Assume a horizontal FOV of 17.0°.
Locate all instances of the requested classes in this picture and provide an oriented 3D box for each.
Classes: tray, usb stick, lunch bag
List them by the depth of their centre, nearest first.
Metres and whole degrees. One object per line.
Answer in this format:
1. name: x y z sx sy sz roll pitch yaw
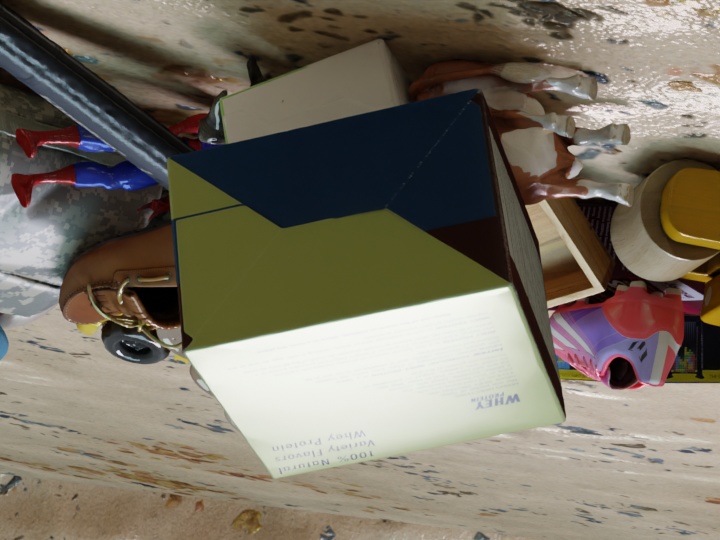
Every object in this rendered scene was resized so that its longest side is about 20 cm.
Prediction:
1. usb stick: -0.181 -0.113 1.586 0.200 0.033 0.055 37 164 -29
2. lunch bag: -0.257 -0.064 1.745 0.200 0.140 0.168 17 150 -39
3. tray: 0.074 -0.007 1.746 0.200 0.037 0.099 -18 119 34

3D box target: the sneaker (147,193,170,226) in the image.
1. sneaker: -0.148 -0.023 1.831 0.085 0.077 0.200 47 173 -37

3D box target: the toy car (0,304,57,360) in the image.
1. toy car: -0.328 -0.051 1.903 0.177 0.184 0.200 3 135 47

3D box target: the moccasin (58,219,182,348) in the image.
1. moccasin: -0.142 0.012 1.695 0.201 0.078 0.074 -16 164 40

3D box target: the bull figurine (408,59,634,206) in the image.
1. bull figurine: 0.105 -0.081 1.538 0.121 0.065 0.200 0 165 26

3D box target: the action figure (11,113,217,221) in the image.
1. action figure: -0.139 -0.076 1.678 0.199 0.066 0.052 -7 -147 -25

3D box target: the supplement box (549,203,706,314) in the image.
1. supplement box: 0.177 -0.009 1.810 0.199 0.061 0.109 0 164 36

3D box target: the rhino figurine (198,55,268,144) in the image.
1. rhino figurine: -0.057 -0.088 1.619 0.060 0.087 0.200 53 -175 25

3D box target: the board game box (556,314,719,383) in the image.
1. board game box: 0.277 0.062 1.930 0.199 0.057 0.165 2 179 -23

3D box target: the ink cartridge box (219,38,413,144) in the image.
1. ink cartridge box: 0.001 -0.059 1.565 0.117 0.068 0.200 -19 150 12

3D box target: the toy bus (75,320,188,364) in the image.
1. toy bus: -0.119 -0.005 1.944 0.199 0.136 0.192 14 154 -4

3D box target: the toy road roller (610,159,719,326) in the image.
1. toy road roller: 0.270 0.017 1.645 0.199 0.147 0.123 12 167 -6

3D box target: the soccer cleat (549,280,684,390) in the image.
1. soccer cleat: 0.183 0.058 1.781 0.066 0.077 0.200 13 167 -14

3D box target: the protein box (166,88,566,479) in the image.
1. protein box: 0.007 0.013 1.477 0.198 0.135 0.200 -12 151 9

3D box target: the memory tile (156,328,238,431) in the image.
1. memory tile: -0.058 0.079 1.891 0.200 0.017 0.153 -5 135 41
